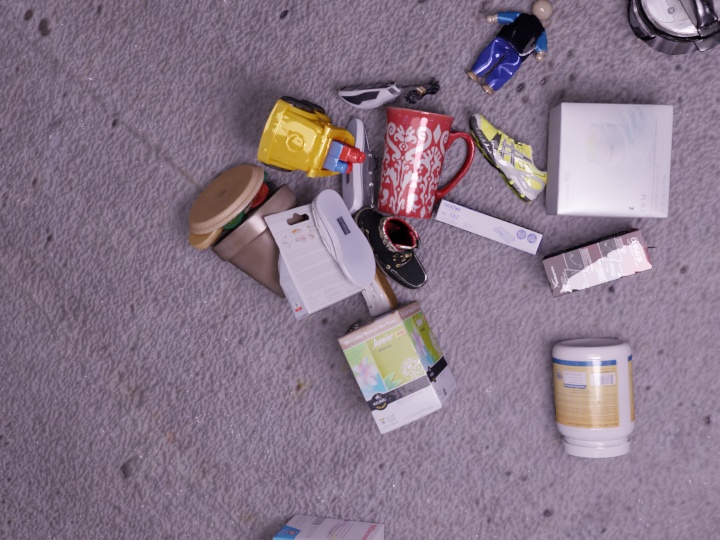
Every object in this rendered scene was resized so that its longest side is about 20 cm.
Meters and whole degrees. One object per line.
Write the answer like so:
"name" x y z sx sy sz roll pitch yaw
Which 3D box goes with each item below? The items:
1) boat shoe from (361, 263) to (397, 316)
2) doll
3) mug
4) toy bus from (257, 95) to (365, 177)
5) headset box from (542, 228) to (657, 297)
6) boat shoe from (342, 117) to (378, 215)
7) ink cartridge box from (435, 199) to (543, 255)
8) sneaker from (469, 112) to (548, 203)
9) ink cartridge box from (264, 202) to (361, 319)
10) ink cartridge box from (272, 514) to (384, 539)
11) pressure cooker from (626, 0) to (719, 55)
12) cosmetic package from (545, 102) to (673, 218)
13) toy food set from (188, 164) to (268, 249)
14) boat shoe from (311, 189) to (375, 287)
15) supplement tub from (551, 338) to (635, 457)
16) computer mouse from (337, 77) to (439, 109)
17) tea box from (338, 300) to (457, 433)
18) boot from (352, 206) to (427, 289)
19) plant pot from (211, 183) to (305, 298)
"boat shoe" 0.000 0.000 1.706 0.069 0.071 0.201 -28 85 20
"doll" 0.289 -0.437 1.619 0.136 0.048 0.200 44 102 7
"mug" 0.120 -0.203 1.636 0.177 0.133 0.201 12 99 15
"toy bus" -0.076 -0.242 1.639 0.191 0.200 0.136 24 104 13
"headset box" 0.441 -0.019 1.555 0.199 0.149 0.078 -17 90 14
"boat shoe" 0.005 -0.205 1.695 0.066 0.070 0.201 8 70 -28
"ink cartridge box" 0.249 -0.084 1.627 0.199 0.094 0.044 20 98 12
"sneaker" 0.284 -0.226 1.628 0.076 0.075 0.200 -39 94 5
"ink cartridge box" -0.101 -0.021 1.635 0.050 0.162 0.201 -32 84 42
"ink cartridge box" -0.062 0.596 1.717 0.199 0.147 0.147 2 93 14
"pressure cooker" 0.563 -0.478 1.471 0.175 0.200 0.179 24 99 11
"cosmetic package" 0.447 -0.197 1.539 0.199 0.123 0.200 1 94 4
"toy food set" -0.268 -0.139 1.720 0.197 0.200 0.049 -28 123 20
"boat shoe" -0.034 -0.059 1.634 0.073 0.065 0.201 -21 88 -25
"supplement tub" 0.433 0.233 1.573 0.144 0.145 0.201 -3 92 14
"computer mouse" 0.050 -0.345 1.672 0.199 0.110 0.044 2 116 25
"tea box" 0.076 0.179 1.631 0.133 0.200 0.197 -27 87 14
"boot" 0.077 -0.034 1.616 0.073 0.154 0.204 -43 109 -10
"plant pot" -0.170 -0.046 1.701 0.200 0.200 0.174 -38 102 13
